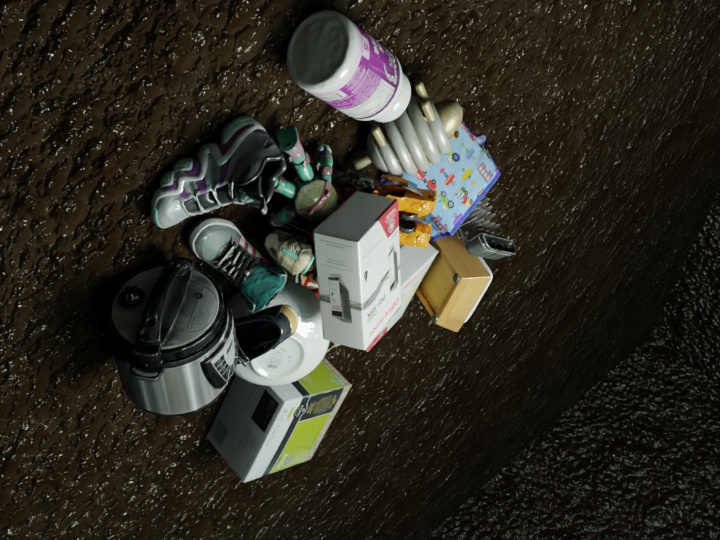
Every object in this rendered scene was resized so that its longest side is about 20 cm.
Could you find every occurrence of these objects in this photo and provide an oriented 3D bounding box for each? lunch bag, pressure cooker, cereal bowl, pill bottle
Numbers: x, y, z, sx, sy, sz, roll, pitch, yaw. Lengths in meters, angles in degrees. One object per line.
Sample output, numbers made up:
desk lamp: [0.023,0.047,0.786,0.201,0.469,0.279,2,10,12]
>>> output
lunch bag: [0.158,-0.179,1.498,0.200,0.151,0.094,-46,-169,-18]
pressure cooker: [-0.272,0.091,1.197,0.177,0.176,0.202,-24,143,-24]
cereal bowl: [-0.142,0.119,1.412,0.197,0.084,0.202,-8,125,-11]
pill bottle: [-0.008,-0.279,1.189,0.113,0.112,0.199,-55,151,12]

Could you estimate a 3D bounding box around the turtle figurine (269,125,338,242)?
turtle figurine: [-0.084,-0.128,1.284,0.150,0.100,0.200,-53,143,-5]

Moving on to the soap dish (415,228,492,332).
soap dish: [0.160,-0.003,1.655,0.080,0.201,0.158,-7,140,-33]

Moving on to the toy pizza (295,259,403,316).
toy pizza: [-0.022,0.042,1.491,0.202,0.197,0.032,89,12,-50]

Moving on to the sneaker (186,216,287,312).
sneaker: [-0.177,0.001,1.276,0.084,0.121,0.200,-48,151,0]

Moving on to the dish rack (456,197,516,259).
dish rack: [0.217,-0.115,1.614,0.054,0.202,0.153,-28,163,25]

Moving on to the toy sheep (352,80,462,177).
toy sheep: [0.075,-0.220,1.367,0.198,0.139,0.138,-22,154,12]

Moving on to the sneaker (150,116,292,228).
sneaker: [-0.178,-0.107,1.126,0.200,0.140,0.078,-45,151,-7]

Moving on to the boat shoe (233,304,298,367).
boat shoe: [-0.189,0.112,1.325,0.198,0.075,0.062,-24,-170,22]

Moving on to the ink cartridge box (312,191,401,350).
ink cartridge box: [0.000,0.000,1.330,0.147,0.082,0.202,-48,142,-47]

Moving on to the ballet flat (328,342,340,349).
ballet flat: [-0.078,0.125,1.550,0.069,0.070,0.200,-25,176,-36]

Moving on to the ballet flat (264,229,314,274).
ballet flat: [-0.119,-0.035,1.342,0.068,0.075,0.200,-60,-170,-1]

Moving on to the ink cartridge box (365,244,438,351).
ink cartridge box: [0.051,0.036,1.610,0.145,0.083,0.201,-41,163,-45]

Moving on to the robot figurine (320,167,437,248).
robot figurine: [0.024,-0.103,1.393,0.059,0.197,0.146,-69,169,-50]

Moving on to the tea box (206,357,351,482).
tea box: [-0.155,0.269,1.611,0.195,0.133,0.202,-3,128,-52]
